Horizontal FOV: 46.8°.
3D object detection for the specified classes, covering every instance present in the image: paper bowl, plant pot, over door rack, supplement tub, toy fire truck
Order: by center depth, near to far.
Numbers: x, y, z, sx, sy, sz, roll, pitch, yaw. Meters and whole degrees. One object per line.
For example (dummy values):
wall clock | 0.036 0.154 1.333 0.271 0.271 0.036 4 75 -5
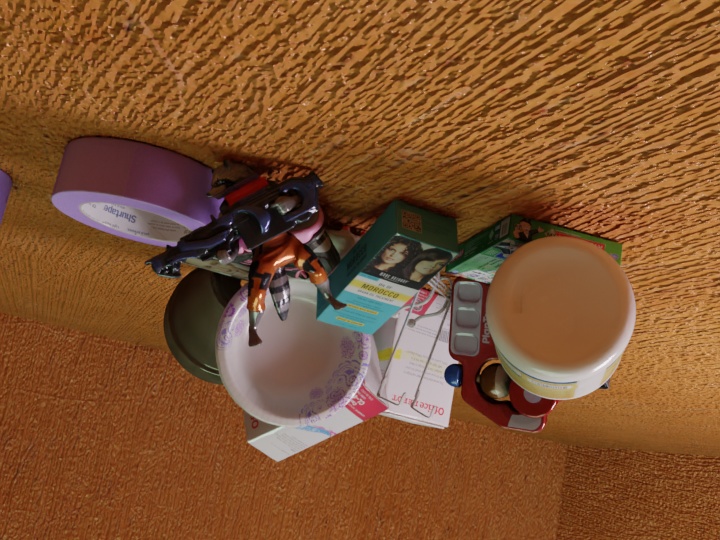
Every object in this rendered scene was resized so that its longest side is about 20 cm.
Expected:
supplement tub | 0.211 0.059 0.888 0.144 0.146 0.200 8 166 14
paper bowl | -0.092 0.098 1.099 0.199 0.202 0.104 14 179 -12
over door rack | 0.066 0.087 1.118 0.066 0.202 0.148 6 168 24
toy fire truck | 0.199 0.113 1.138 0.167 0.202 0.112 6 -174 24
plant pot | -0.193 0.055 1.286 0.199 0.201 0.174 15 151 -15

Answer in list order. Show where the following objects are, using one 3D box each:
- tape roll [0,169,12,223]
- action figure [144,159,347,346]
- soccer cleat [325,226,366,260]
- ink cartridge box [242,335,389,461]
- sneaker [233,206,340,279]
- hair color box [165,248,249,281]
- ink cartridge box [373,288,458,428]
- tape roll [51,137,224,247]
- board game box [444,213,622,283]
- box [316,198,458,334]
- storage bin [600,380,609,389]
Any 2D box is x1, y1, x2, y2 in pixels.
tape roll | -0.574 -0.107 1.100 0.198 0.086 0.200 10 166 3
action figure | -0.125 -0.021 0.893 0.199 0.195 0.105 -20 -170 -9
soccer cleat | 0.000 0.000 1.085 0.069 0.078 0.200 2 164 31
ink cartridge box | -0.072 0.166 1.215 0.199 0.148 0.086 -27 137 14
sneaker | -0.102 -0.022 1.020 0.199 0.079 0.096 -1 134 47
hair color box | -0.161 -0.025 1.153 0.199 0.061 0.100 17 165 -21
ink cartridge box | 0.077 0.135 1.311 0.145 0.201 0.083 21 163 -36
tape roll | -0.251 -0.085 0.972 0.199 0.066 0.200 11 167 3
board game box | 0.196 -0.013 0.980 0.134 0.029 0.200 13 166 -12
box | 0.027 0.002 0.973 0.082 0.049 0.200 17 142 -23
storage bin | 0.309 0.113 1.270 0.134 0.094 0.200 6 165 23
